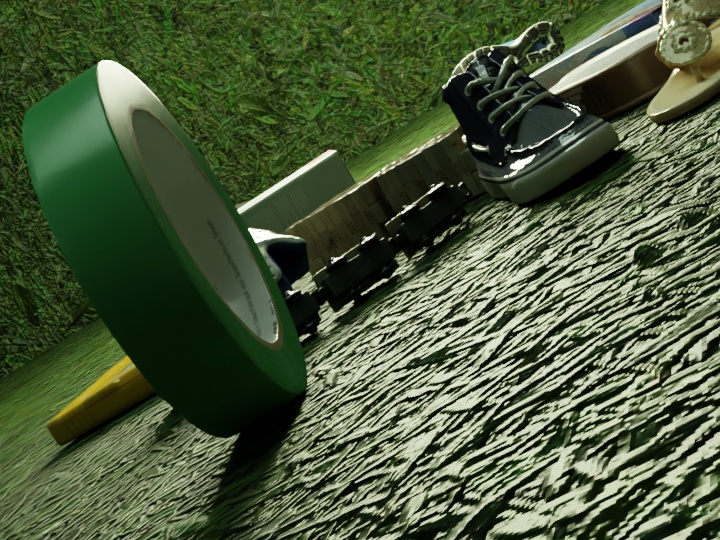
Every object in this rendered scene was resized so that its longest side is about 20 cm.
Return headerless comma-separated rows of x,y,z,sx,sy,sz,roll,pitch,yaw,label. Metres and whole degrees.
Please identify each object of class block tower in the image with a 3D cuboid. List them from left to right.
0.029,-0.059,1.059,0.199,0.054,0.058,-27,7,36,block tower

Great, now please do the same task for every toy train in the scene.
0.000,0.000,0.870,0.199,0.034,0.046,-36,-5,-22,toy train

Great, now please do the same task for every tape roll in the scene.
-0.098,-0.011,0.669,0.048,0.202,0.201,-30,7,6,tape roll

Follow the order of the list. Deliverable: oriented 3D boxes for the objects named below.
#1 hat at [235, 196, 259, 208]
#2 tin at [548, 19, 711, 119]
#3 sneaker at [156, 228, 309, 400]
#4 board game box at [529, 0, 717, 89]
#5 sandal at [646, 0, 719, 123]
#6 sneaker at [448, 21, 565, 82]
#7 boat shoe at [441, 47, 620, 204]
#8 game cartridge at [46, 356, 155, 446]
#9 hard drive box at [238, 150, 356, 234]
-0.202,-0.040,1.901,0.199,0.082,0.201,-27,14,7,hat
0.202,-0.153,1.006,0.111,0.042,0.200,-31,5,-24,tin
-0.097,0.023,0.964,0.087,0.076,0.201,0,34,16,sneaker
0.257,-0.217,1.174,0.199,0.044,0.198,-36,6,-37,board game box
0.224,-0.166,0.845,0.077,0.070,0.211,-27,9,40,sandal
0.215,-0.303,1.922,0.198,0.079,0.089,-26,-3,-21,sneaker
0.102,-0.102,0.850,0.074,0.093,0.200,-33,6,-9,boat shoe
-0.166,0.070,1.133,0.198,0.033,0.176,-29,7,17,game cartridge
-0.098,-0.067,1.612,0.199,0.077,0.156,-33,7,-2,hard drive box
